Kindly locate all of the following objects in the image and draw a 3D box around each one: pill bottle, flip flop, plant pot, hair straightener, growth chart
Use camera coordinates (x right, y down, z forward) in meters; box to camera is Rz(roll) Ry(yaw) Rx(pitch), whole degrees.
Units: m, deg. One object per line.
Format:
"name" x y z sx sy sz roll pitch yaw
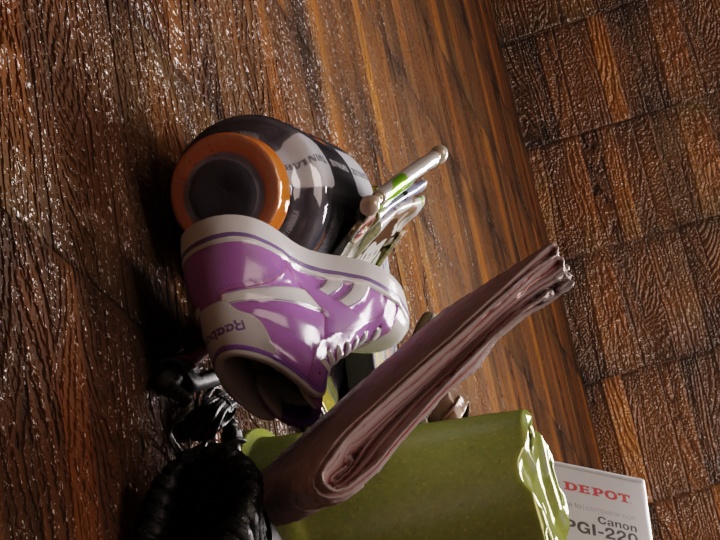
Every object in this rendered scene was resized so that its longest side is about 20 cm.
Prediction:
"pill bottle" -0.060 -0.043 1.168 0.200 0.105 0.107 11 63 -77
"flip flop" 0.068 0.136 1.565 0.081 0.057 0.202 81 6 -70
"plant pot" 0.037 0.173 1.132 0.200 0.182 0.202 -17 90 -78
"hair straightener" -0.078 0.072 1.080 0.200 0.041 0.078 -45 118 -77
"growth chart" 0.000 0.000 1.224 0.018 0.201 0.145 34 36 11

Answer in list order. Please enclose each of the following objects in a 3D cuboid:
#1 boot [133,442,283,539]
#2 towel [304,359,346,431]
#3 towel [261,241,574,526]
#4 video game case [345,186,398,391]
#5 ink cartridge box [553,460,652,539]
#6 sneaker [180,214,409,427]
"boot" -0.054 0.208 0.904 0.159 0.079 0.212 71 -1 -46
"towel" -0.039 0.037 1.363 0.200 0.023 0.145 -77 148 -67
"towel" 0.019 0.072 0.999 0.032 0.191 0.200 49 -20 0
"video game case" 0.009 0.056 1.462 0.181 0.025 0.202 -79 163 -67
"ink cartridge box" 0.135 0.235 1.282 0.201 0.144 0.085 -90 -164 -48
"sneaker" -0.032 0.048 1.083 0.200 0.072 0.115 19 48 -50
